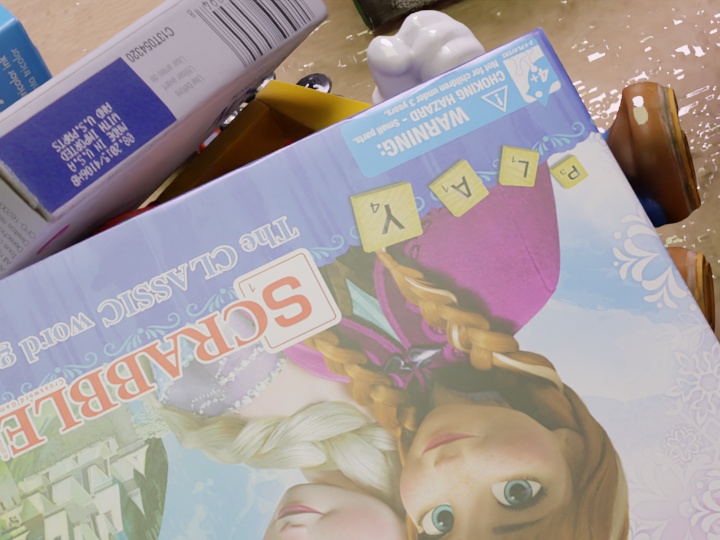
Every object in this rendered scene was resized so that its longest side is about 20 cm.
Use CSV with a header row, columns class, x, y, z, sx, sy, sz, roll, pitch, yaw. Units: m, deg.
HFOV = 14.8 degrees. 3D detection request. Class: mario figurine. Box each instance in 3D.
class,x,y,z,sx,sy,sz,roll,pitch,yaw
mario figurine,0.000,0.000,0.816,0.200,0.106,0.124,-11,34,10

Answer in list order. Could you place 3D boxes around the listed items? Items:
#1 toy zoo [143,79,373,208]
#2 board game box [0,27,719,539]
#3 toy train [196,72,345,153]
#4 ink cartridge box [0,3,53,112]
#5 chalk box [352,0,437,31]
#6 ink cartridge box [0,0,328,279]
class,x,y,z,sx,sy,sz,roll,pitch,yaw
toy zoo,-0.030,0.012,0.909,0.131,0.020,0.200,29,69,39
board game box,0.006,0.062,0.744,0.200,0.041,0.200,-26,70,-7
toy train,-0.033,-0.048,1.003,0.200,0.034,0.046,11,62,39
ink cartridge box,-0.220,-0.036,1.069,0.200,0.067,0.116,-36,38,-12
chalk box,0.011,-0.218,1.037,0.124,0.200,0.124,-23,37,4
ink cartridge box,-0.118,-0.006,0.906,0.200,0.043,0.196,-44,1,34
